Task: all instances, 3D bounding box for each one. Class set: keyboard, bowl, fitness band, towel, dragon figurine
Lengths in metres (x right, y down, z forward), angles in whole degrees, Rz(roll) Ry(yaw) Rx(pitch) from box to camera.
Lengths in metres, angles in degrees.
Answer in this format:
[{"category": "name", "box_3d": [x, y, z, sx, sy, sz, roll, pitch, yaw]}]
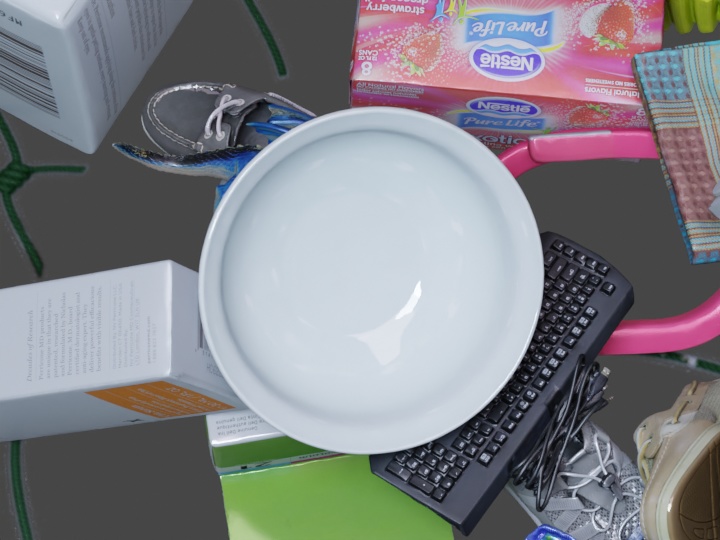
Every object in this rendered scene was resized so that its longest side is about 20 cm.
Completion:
[{"category": "keyboard", "box_3d": [0.098, 0.063, 1.296, 0.104, 0.040, 0.200, 31, 66, 15]}, {"category": "bowl", "box_3d": [0.000, 0.000, 1.273, 0.200, 0.090, 0.202, -2, 100, -10]}, {"category": "fitness band", "box_3d": [0.159, -0.018, 1.382, 0.199, 0.037, 0.144, -1, 99, 0]}, {"category": "towel", "box_3d": [0.279, -0.085, 1.360, 0.199, 0.022, 0.147, -9, 70, -15]}, {"category": "dragon figurine", "box_3d": [-0.046, -0.067, 1.356, 0.199, 0.059, 0.100, 28, 111, 4]}]

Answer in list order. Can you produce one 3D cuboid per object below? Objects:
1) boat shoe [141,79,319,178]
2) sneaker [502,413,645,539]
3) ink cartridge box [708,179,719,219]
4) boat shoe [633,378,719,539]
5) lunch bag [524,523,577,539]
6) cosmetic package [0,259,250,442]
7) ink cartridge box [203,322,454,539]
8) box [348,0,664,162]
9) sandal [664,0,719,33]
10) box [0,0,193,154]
[{"category": "boat shoe", "box_3d": [-0.050, -0.083, 1.417, 0.199, 0.057, 0.067, 22, 72, 7]}, {"category": "sneaker", "box_3d": [0.136, 0.135, 1.330, 0.200, 0.082, 0.075, 36, 74, 11]}, {"category": "ink cartridge box", "box_3d": [0.332, -0.038, 1.297, 0.200, 0.085, 0.145, 39, 76, -3]}, {"category": "boat shoe", "box_3d": [0.196, 0.115, 1.298, 0.065, 0.200, 0.072, 1, 110, 25]}, {"category": "lunch bag", "box_3d": [0.152, 0.250, 1.244, 0.200, 0.170, 0.128, 37, 77, 12]}, {"category": "cosmetic package", "box_3d": [-0.171, 0.052, 1.302, 0.199, 0.101, 0.072, -9, 72, 27]}, {"category": "ink cartridge box", "box_3d": [-0.020, 0.105, 1.342, 0.147, 0.076, 0.201, -9, 70, -4]}, {"category": "box", "box_3d": [0.095, -0.140, 1.419, 0.199, 0.096, 0.100, 6, 71, 1]}, {"category": "sandal", "box_3d": [0.241, -0.206, 1.451, 0.199, 0.080, 0.087, 9, 72, 4]}, {"category": "box", "box_3d": [-0.217, -0.220, 1.388, 0.199, 0.199, 0.172, 29, 72, 9]}]
